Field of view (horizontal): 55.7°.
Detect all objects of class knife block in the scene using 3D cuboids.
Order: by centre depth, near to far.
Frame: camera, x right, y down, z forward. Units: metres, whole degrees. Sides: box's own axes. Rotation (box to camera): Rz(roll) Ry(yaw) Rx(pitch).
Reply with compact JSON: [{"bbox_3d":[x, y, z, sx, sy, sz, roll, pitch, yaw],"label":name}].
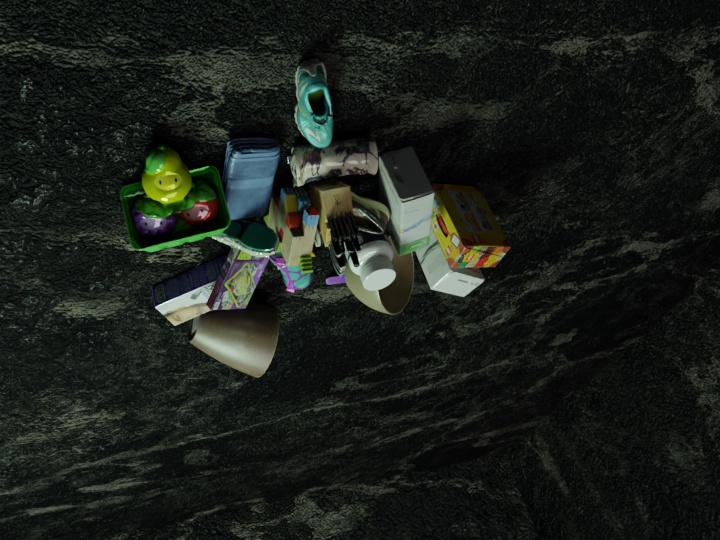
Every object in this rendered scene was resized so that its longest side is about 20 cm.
[{"bbox_3d":[-0.052,-0.092,1.432,0.062,0.200,0.181,-10,106,-14],"label":"knife block"}]

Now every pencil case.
[{"bbox_3d":[-0.052,-0.228,1.423,0.195,0.080,0.090,-11,159,-17],"label":"pencil case"},{"bbox_3d":[-0.166,-0.021,1.618,0.083,0.095,0.201,17,163,12],"label":"pencil case"}]

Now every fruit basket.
[{"bbox_3d":[-0.362,-0.137,1.318,0.210,0.159,0.216,-17,166,-4],"label":"fruit basket"}]

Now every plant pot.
[{"bbox_3d":[0.036,0.004,1.749,0.131,0.206,0.199,3,162,32],"label":"plant pot"},{"bbox_3d":[-0.335,0.158,1.751,0.196,0.190,0.188,18,133,-28],"label":"plant pot"}]

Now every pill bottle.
[{"bbox_3d":[0.014,-0.060,1.595,0.108,0.204,0.112,-15,149,-10],"label":"pill bottle"}]

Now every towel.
[{"bbox_3d":[-0.230,-0.189,1.399,0.109,0.049,0.202,-6,144,-24],"label":"towel"}]

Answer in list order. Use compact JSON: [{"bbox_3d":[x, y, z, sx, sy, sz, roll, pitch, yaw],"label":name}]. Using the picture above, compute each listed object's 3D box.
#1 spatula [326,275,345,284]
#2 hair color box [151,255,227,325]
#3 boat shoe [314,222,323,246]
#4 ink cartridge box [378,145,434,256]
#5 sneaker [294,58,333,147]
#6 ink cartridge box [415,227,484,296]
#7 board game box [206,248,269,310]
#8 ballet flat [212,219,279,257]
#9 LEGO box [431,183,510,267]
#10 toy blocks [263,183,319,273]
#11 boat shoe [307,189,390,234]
[{"bbox_3d":[0.000,0.000,1.846,0.195,0.021,0.057,-23,161,-5],"label":"spatula"},{"bbox_3d":[-0.387,0.050,1.642,0.195,0.066,0.110,-22,149,2],"label":"hair color box"},{"bbox_3d":[-0.084,-0.093,1.555,0.059,0.076,0.200,-20,175,-3],"label":"boat shoe"},{"bbox_3d":[0.101,-0.158,1.557,0.085,0.148,0.202,-18,148,-8],"label":"ink cartridge box"},{"bbox_3d":[-0.086,-0.301,1.292,0.076,0.081,0.202,-18,149,-6],"label":"sneaker"},{"bbox_3d":[0.214,-0.045,1.743,0.145,0.204,0.083,14,136,-43],"label":"ink cartridge box"},{"bbox_3d":[-0.274,0.001,1.584,0.119,0.032,0.203,4,119,-53],"label":"board game box"},{"bbox_3d":[-0.245,-0.070,1.462,0.072,0.196,0.073,-41,142,-43],"label":"ballet flat"},{"bbox_3d":[0.257,-0.111,1.671,0.145,0.204,0.078,0,143,-30],"label":"LEGO box"},{"bbox_3d":[-0.146,-0.113,1.455,0.097,0.201,0.139,-5,131,-26],"label":"toy blocks"},{"bbox_3d":[-0.029,-0.135,1.524,0.194,0.066,0.074,13,137,-2],"label":"boat shoe"}]
